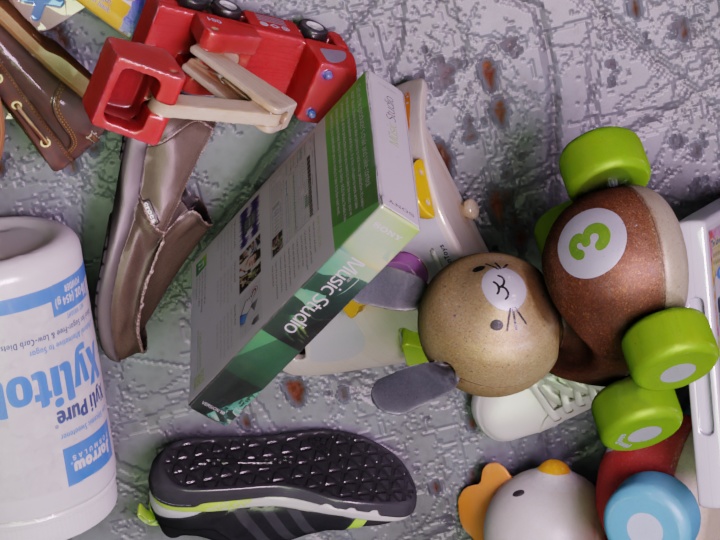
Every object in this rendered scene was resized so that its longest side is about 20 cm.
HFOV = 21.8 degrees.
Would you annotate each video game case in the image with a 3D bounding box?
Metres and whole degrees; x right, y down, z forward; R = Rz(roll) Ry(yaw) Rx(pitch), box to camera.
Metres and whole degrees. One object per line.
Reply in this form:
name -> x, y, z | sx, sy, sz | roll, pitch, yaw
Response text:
video game case -> 0.248, 0.044, 1.245 | 0.024, 0.200, 0.182 | -3, 97, 23

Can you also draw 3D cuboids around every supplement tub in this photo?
supplement tub -> -0.241, 0.075, 1.273 | 0.132, 0.132, 0.200 | -8, 109, -1

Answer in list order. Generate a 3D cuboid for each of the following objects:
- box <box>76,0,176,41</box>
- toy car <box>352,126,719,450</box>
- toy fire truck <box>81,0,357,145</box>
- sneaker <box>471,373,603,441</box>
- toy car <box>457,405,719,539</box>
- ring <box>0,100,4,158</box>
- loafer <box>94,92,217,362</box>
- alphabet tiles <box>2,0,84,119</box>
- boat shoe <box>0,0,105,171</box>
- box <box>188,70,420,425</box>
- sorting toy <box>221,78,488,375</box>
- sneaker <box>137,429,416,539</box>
box -> -0.130, -0.259, 1.209 | 0.119, 0.041, 0.200 | 35, 104, -17
toy car -> 0.093, 0.022, 1.159 | 0.200, 0.164, 0.158 | -8, 149, -13
toy fire truck -> -0.083, -0.123, 1.183 | 0.200, 0.141, 0.049 | 11, 119, -28
sneaker -> 0.165, 0.062, 1.318 | 0.200, 0.085, 0.073 | -35, 109, 10
toy car -> 0.159, 0.175, 1.336 | 0.200, 0.184, 0.177 | 11, 110, 23
ring -> -0.326, -0.113, 1.217 | 0.200, 0.019, 0.201 | 10, 127, 14
loafer -> -0.137, -0.028, 1.273 | 0.071, 0.073, 0.200 | 10, 109, -7
alphabet tiles -> -0.290, -0.181, 1.243 | 0.195, 0.015, 0.200 | -28, 109, 6
boat shoe -> -0.246, -0.148, 1.213 | 0.070, 0.070, 0.200 | -44, 107, 4
box -> -0.040, -0.014, 1.187 | 0.036, 0.144, 0.200 | 28, 123, -25
sorting toy -> 0.000, 0.000, 1.294 | 0.180, 0.107, 0.200 | -20, 110, 24
sneaker -> -0.061, 0.165, 1.360 | 0.200, 0.072, 0.083 | 5, 132, -4
